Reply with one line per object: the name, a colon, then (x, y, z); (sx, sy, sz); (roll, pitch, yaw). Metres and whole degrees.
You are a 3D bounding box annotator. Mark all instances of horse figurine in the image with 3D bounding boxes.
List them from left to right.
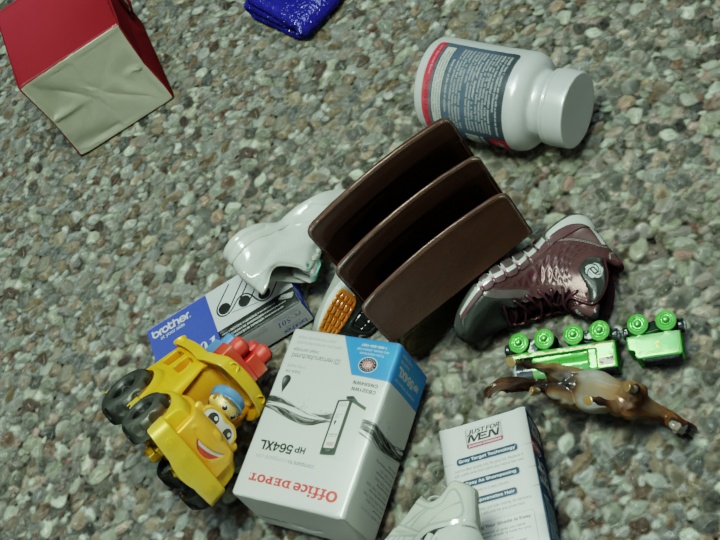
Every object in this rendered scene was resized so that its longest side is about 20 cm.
horse figurine: (0.226, 0.123, 1.181); (0.197, 0.132, 0.051); (7, 83, 36)

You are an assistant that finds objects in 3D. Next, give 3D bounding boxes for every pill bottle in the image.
pill bottle: (0.175, -0.210, 1.421); (0.198, 0.120, 0.121); (17, 68, 33)

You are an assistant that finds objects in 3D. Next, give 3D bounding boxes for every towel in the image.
towel: (-0.072, -0.442, 1.736); (0.147, 0.050, 0.201); (29, 75, 37)

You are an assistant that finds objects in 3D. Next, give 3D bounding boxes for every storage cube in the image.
storage cube: (-0.410, -0.317, 1.742); (0.198, 0.171, 0.181); (-31, 52, 3)

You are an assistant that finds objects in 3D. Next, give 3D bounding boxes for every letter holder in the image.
letter holder: (0.061, -0.046, 1.269); (0.199, 0.142, 0.101); (-38, 46, 5)

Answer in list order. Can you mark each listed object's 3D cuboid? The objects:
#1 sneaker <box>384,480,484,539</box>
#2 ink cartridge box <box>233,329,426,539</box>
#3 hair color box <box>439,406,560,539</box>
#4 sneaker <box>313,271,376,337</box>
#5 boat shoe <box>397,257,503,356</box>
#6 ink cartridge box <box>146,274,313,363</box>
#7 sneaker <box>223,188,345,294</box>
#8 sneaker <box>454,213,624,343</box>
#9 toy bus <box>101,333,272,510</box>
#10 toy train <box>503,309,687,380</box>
sneaker: (0.060, 0.272, 1.153); (0.200, 0.074, 0.082); (-42, 35, 46)
ink cartridge box: (-0.031, 0.180, 1.281); (0.144, 0.085, 0.203); (6, 62, 29)
hair color box: (0.144, 0.249, 1.175); (0.098, 0.061, 0.203); (-18, 54, 16)
sneaker: (0.000, 0.000, 1.413); (0.201, 0.076, 0.092); (-56, 32, -11)
boat shoe: (0.101, 0.003, 1.349); (0.064, 0.073, 0.201); (34, 78, 32)
ink cartridge box: (-0.163, 0.068, 1.453); (0.198, 0.044, 0.095); (-31, 50, 5)
sneaker: (-0.068, -0.029, 1.433); (0.198, 0.076, 0.089); (-29, 70, -33)
sneaker: (0.203, 0.032, 1.281); (0.199, 0.076, 0.116); (-40, 54, -3)
toy bus: (-0.173, 0.149, 1.325); (0.192, 0.137, 0.199); (-41, 23, -15)
toy train: (0.249, 0.086, 1.246); (0.197, 0.042, 0.057); (-11, 66, 20)
